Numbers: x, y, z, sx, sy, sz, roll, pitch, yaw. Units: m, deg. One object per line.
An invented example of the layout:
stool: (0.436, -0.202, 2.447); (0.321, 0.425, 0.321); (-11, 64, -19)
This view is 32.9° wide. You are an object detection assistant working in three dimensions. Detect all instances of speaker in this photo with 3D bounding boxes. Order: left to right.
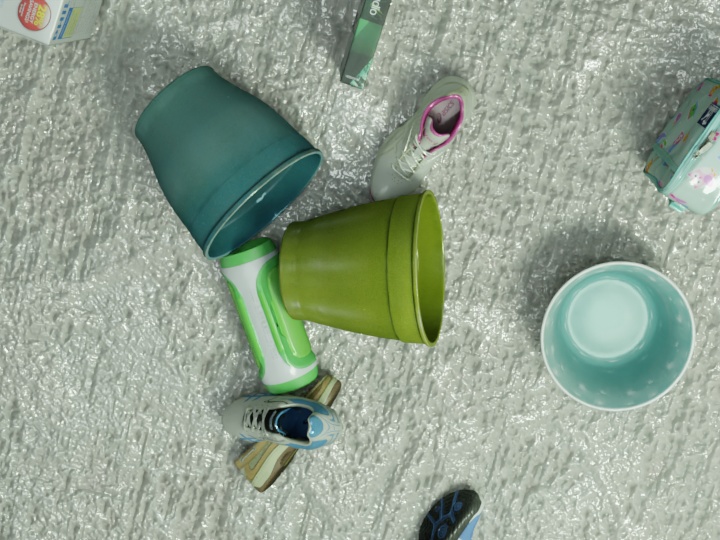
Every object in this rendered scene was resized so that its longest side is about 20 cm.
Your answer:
speaker: (-0.123, 0.061, 1.656); (0.088, 0.088, 0.202); (-17, 101, 7)

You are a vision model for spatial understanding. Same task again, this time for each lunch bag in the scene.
lunch bag: (0.424, -0.154, 1.518); (0.077, 0.200, 0.161); (34, 104, -3)

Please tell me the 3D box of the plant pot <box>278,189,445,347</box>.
plant pot: (0.000, 0.000, 1.594); (0.191, 0.200, 0.202); (-2, 103, 14)

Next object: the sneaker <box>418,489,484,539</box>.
sneaker: (0.122, 0.399, 1.737); (0.077, 0.076, 0.201); (25, 104, -26)

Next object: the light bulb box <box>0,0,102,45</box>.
light bulb box: (-0.384, -0.395, 1.507); (0.124, 0.200, 0.200); (21, 103, -2)

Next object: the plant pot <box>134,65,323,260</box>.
plant pot: (-0.183, -0.149, 1.566); (0.200, 0.200, 0.188); (-44, 83, 11)

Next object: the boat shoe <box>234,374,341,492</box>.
boat shoe: (-0.108, 0.215, 1.704); (0.076, 0.072, 0.200); (40, 101, 10)

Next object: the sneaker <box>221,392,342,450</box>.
sneaker: (-0.116, 0.199, 1.638); (0.199, 0.072, 0.073); (0, 76, 37)

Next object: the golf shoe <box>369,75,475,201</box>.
golf shoe: (0.075, -0.164, 1.592); (0.075, 0.092, 0.201); (33, 104, -6)

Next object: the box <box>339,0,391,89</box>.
box: (0.018, -0.333, 1.528); (0.036, 0.144, 0.202); (16, 104, -5)

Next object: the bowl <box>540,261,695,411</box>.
bowl: (0.334, 0.075, 1.625); (0.199, 0.105, 0.203); (1, 103, 2)
